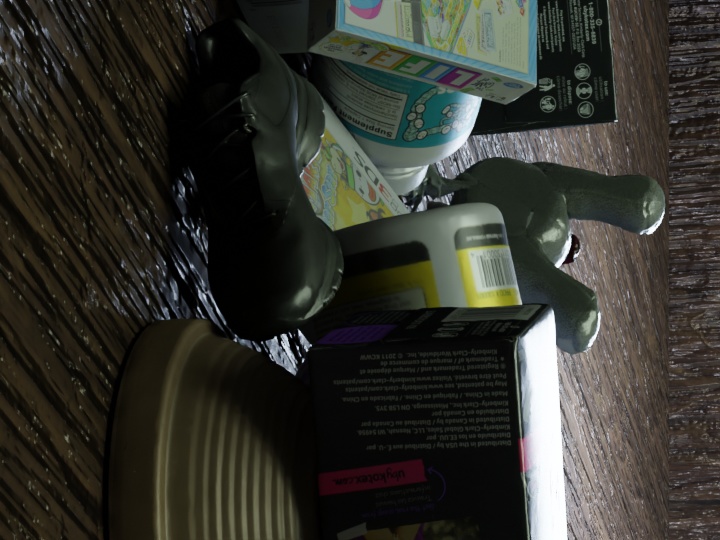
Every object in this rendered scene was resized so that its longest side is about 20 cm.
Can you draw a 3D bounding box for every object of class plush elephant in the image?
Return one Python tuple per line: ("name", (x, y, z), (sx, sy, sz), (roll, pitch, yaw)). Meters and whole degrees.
("plush elephant", (0.096, 0.001, 1.932), (0.155, 0.200, 0.165), (107, 6, -53))

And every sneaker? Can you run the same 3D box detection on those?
("sneaker", (-0.062, -0.049, 1.400), (0.091, 0.076, 0.200), (53, 20, -45))

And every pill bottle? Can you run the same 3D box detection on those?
("pill bottle", (0.041, 0.072, 1.439), (0.114, 0.114, 0.200), (10, 68, -77))
("pill bottle", (0.029, -0.141, 1.658), (0.111, 0.111, 0.200), (-79, -176, -47))

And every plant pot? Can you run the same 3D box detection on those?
("plant pot", (-0.054, 0.122, 1.336), (0.201, 0.093, 0.201), (-2, 90, -77))

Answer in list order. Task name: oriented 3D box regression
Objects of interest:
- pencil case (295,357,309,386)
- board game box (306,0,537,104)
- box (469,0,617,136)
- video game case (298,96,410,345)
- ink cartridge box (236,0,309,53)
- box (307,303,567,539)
("pencil case", (-0.013, 0.121, 1.533), (0.200, 0.085, 0.084), (-77, 166, -54))
("board game box", (0.038, -0.207, 1.532), (0.034, 0.134, 0.200), (-30, -128, 54))
("box", (0.089, -0.170, 1.833), (0.200, 0.124, 0.149), (-158, -117, -79))
("video game case", (0.000, 0.000, 1.573), (0.182, 0.023, 0.200), (52, 24, -14))
("ink cartridge box", (-0.042, -0.240, 1.566), (0.109, 0.050, 0.200), (64, 27, -60))
("box", (0.044, 0.123, 1.318), (0.122, 0.106, 0.200), (-32, 119, -75))
